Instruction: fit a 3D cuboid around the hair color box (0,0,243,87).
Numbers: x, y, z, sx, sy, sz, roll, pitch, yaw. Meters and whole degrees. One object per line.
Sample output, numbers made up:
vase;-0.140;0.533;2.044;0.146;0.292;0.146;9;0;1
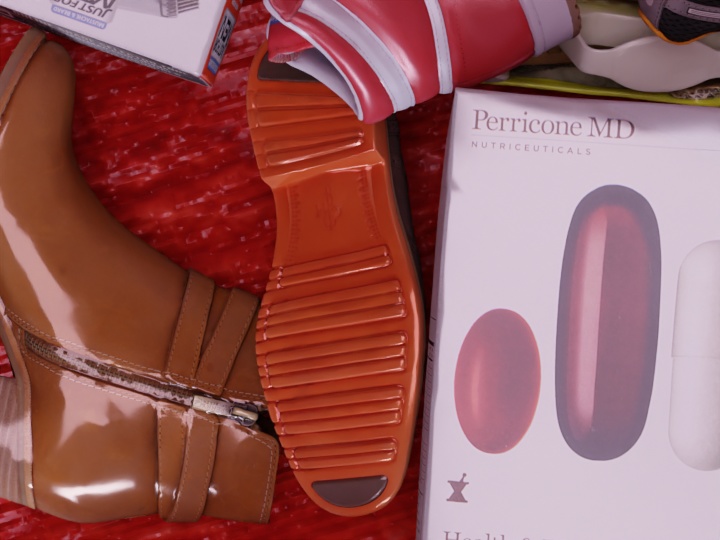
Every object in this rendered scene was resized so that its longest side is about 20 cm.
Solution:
hair color box;-0.083;-0.190;0.828;0.111;0.064;0.200;20;90;1

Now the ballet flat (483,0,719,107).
ballet flat;0.077;-0.101;0.811;0.200;0.067;0.067;7;121;2

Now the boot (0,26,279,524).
boot;-0.095;0.007;0.825;0.155;0.077;0.200;9;84;-2

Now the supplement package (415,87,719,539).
supplement package;0.122;0.038;0.776;0.191;0.147;0.200;3;91;3

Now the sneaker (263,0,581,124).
sneaker;-0.010;-0.153;0.757;0.112;0.071;0.200;-29;83;-3

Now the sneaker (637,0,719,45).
sneaker;0.187;-0.132;0.785;0.200;0.077;0.078;-5;52;-35

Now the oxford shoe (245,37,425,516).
oxford shoe;0.000;0.000;0.813;0.071;0.073;0.200;-4;84;19
